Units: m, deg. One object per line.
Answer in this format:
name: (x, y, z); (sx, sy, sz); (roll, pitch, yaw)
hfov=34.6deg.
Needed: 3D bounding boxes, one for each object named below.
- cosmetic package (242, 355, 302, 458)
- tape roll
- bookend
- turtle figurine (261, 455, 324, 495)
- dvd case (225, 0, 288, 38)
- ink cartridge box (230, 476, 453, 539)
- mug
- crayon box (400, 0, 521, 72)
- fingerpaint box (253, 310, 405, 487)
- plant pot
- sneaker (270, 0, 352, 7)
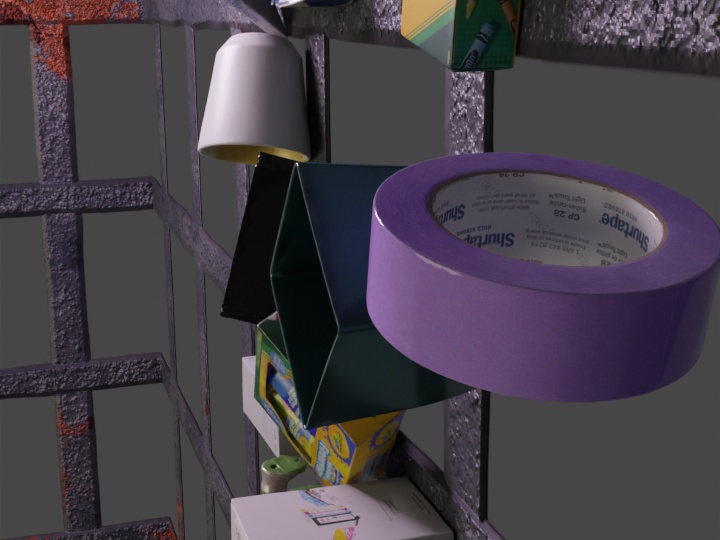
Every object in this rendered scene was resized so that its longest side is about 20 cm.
cosmetic package: (-0.078, 0.166, 1.470); (0.200, 0.112, 0.082); (-148, 55, -67)
tape roll: (0.104, -0.004, 0.672); (0.200, 0.198, 0.066); (-125, 35, -59)
bookend: (-0.098, -0.033, 1.451); (0.199, 0.091, 0.202); (-56, -20, -88)
turtle figurine: (-0.060, 0.318, 1.321); (0.144, 0.198, 0.195); (-75, -7, -68)
dvd case: (-0.174, -0.401, 1.546); (0.200, 0.017, 0.143); (26, -142, -59)
ink cartridge box: (-0.023, 0.314, 1.171); (0.145, 0.198, 0.149); (-142, 50, -68)
mug: (-0.143, -0.225, 1.539); (0.186, 0.148, 0.155); (172, 101, -67)
crayon box: (0.083, -0.270, 0.912); (0.119, 0.058, 0.202); (-127, 36, -60)
fingerpaint box: (-0.040, 0.144, 1.251); (0.167, 0.073, 0.200); (49, 157, 17)
plant pot: (0.050, 0.012, 0.852); (0.142, 0.198, 0.142); (108, 152, -53)
sneaker: (-0.067, -0.365, 1.342); (0.199, 0.080, 0.116); (-140, 46, -69)
